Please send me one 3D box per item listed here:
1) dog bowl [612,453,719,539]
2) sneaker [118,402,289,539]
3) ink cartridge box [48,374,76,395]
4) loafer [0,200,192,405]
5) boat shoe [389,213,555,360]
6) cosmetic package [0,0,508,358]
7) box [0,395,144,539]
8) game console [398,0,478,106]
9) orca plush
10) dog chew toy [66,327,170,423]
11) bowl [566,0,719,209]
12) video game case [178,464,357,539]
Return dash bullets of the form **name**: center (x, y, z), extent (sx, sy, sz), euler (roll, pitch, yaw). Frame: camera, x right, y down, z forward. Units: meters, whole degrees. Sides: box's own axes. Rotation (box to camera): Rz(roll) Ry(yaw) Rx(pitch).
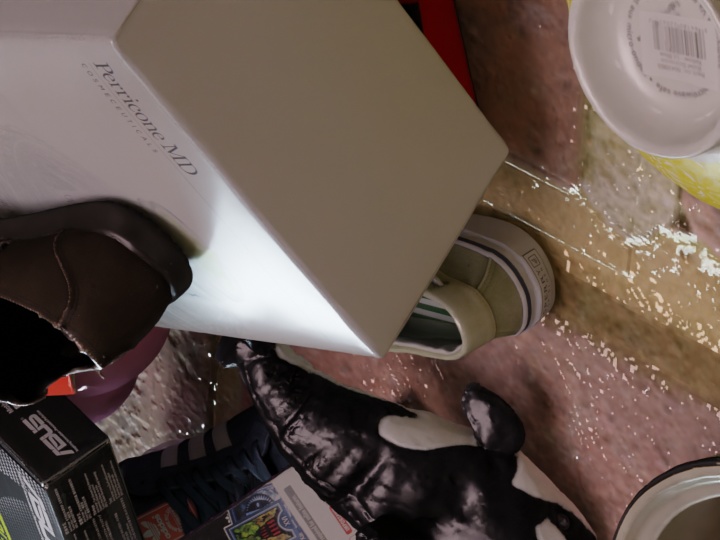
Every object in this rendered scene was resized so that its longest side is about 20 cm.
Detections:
- **dog bowl**: center (0.200, 0.154, 1.151), extent (0.200, 0.074, 0.201), euler (28, 132, 36)
- **sneaker**: center (-0.078, 0.119, 1.440), extent (0.200, 0.084, 0.075), euler (-26, 92, 52)
- **ink cartridge box**: center (-0.201, -0.033, 1.287), extent (0.109, 0.050, 0.201), euler (-5, 99, 33)
- **loafer**: center (-0.155, 0.019, 1.191), extent (0.073, 0.071, 0.200), euler (45, 147, -21)
- **boat shoe**: center (0.000, 0.000, 1.296), extent (0.200, 0.062, 0.072), euler (6, 116, 47)
- **cosmetic package**: center (-0.082, -0.075, 1.181), extent (0.200, 0.123, 0.199), euler (5, 145, 45)
- **box**: center (-0.174, 0.108, 1.419), extent (0.193, 0.047, 0.200), euler (42, 156, 38)
- **game console**: center (-0.031, -0.126, 1.289), extent (0.200, 0.031, 0.177), euler (4, 109, 47)
- **orca plush**: center (0.015, 0.093, 1.267), extent (0.200, 0.071, 0.105), euler (45, 124, -11)
- **dog chew toy**: center (-0.147, 0.007, 1.430), extent (0.125, 0.124, 0.200), euler (43, 146, 24)
- **bowl**: center (0.141, -0.096, 1.039), extent (0.200, 0.108, 0.201), euler (27, 130, 36)
- **video game case**: center (-0.006, 0.194, 1.333), extent (0.200, 0.181, 0.036), euler (55, 172, 9)
